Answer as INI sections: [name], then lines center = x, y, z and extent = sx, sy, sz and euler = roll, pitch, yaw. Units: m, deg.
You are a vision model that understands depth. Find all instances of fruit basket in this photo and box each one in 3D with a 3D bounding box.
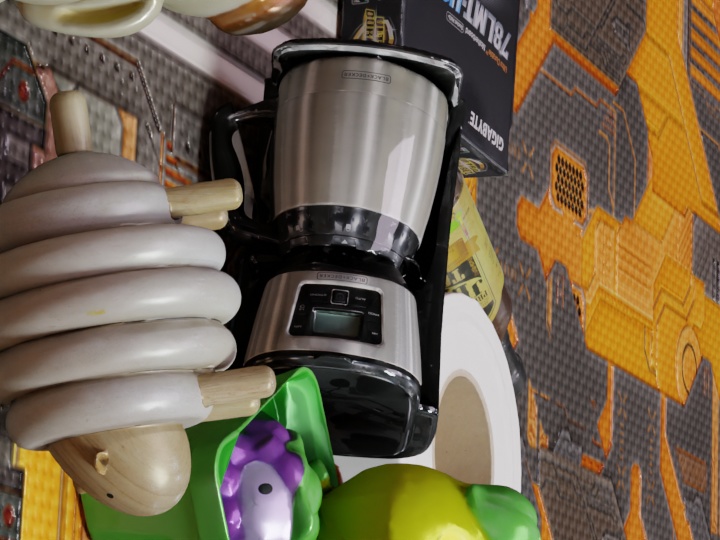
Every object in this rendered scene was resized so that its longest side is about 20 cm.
[fruit basket]
center = -0.017, 0.156, 1.477
extent = 0.156, 0.215, 0.216
euler = -41, 124, -62

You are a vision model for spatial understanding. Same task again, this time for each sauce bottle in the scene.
[sauce bottle]
center = 0.059, 0.006, 1.849
extent = 0.200, 0.065, 0.065
euler = 63, 33, -41

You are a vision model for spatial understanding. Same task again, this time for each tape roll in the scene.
[tape roll]
center = 0.031, 0.114, 1.762
extent = 0.202, 0.071, 0.203
euler = -3, 90, -68

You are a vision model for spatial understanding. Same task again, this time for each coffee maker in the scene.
[coffee maker]
center = 0.000, 0.000, 1.622
extent = 0.192, 0.135, 0.200
euler = 47, 46, -58

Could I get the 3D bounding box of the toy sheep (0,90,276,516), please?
[toy sheep]
center = -0.115, 0.015, 1.354
extent = 0.138, 0.138, 0.200
euler = 17, 60, -66

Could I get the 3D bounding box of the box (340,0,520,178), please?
[box]
center = 0.048, -0.180, 1.870
extent = 0.200, 0.050, 0.199
euler = 34, 55, -61

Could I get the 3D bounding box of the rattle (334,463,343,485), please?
[rattle]
center = -0.011, 0.209, 1.594
extent = 0.143, 0.130, 0.200
euler = -58, 154, -17

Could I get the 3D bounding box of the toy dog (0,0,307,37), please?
[toy dog]
center = -0.097, -0.180, 1.356
extent = 0.200, 0.194, 0.140
euler = 12, 64, -60
